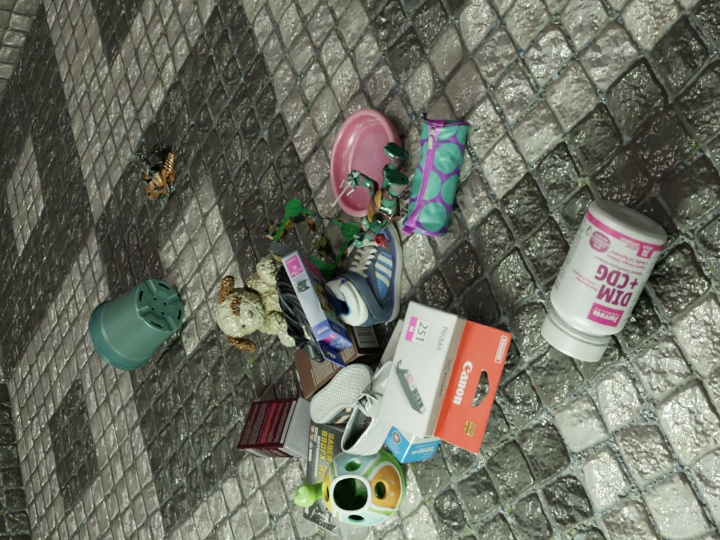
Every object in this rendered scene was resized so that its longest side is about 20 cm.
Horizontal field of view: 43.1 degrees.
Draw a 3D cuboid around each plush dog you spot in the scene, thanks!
[{"bbox_3d":[-0.222,0.072,1.910,0.160,0.170,0.203,15,123,64],"label":"plush dog"}]

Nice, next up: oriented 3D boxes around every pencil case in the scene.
[{"bbox_3d":[0.126,-0.160,1.554,0.084,0.092,0.203,20,106,35],"label":"pencil case"}]

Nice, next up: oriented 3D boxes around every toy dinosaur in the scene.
[{"bbox_3d":[-0.532,-0.265,2.422,0.199,0.102,0.137,-34,85,30],"label":"toy dinosaur"}]

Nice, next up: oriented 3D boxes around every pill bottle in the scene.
[{"bbox_3d":[0.332,0.016,1.264,0.113,0.112,0.203,42,121,44],"label":"pill bottle"}]

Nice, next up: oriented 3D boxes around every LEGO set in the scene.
[{"bbox_3d":[-0.083,-0.041,1.798,0.197,0.116,0.156,15,75,17],"label":"LEGO set"}]

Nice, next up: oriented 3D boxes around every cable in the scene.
[{"bbox_3d":[-0.127,0.080,1.731,0.200,0.050,0.165,51,165,53],"label":"cable"}]

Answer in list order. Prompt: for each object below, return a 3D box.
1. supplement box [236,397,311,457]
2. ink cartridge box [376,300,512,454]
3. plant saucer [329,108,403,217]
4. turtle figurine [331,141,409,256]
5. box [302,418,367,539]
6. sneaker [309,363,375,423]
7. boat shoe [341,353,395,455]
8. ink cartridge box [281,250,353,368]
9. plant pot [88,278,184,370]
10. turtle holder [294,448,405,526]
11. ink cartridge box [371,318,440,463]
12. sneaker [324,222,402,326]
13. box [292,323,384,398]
[{"bbox_3d":[-0.172,0.331,1.907,0.199,0.061,0.110,-14,52,51],"label":"supplement box"},{"bbox_3d":[0.131,0.169,1.446,0.172,0.043,0.203,16,90,33],"label":"ink cartridge box"},{"bbox_3d":[0.017,-0.202,1.728,0.199,0.050,0.204,-3,86,51],"label":"plant saucer"},{"bbox_3d":[0.025,-0.122,1.615,0.201,0.099,0.151,-57,41,44],"label":"turtle figurine"},{"bbox_3d":[-0.044,0.404,1.777,0.157,0.048,0.204,9,96,52],"label":"box"},{"bbox_3d":[-0.014,0.231,1.722,0.200,0.078,0.080,-38,55,46],"label":"sneaker"},{"bbox_3d":[0.022,0.228,1.546,0.072,0.068,0.202,51,124,38],"label":"boat shoe"},{"bbox_3d":[-0.070,0.071,1.629,0.041,0.119,0.202,-27,68,9],"label":"ink cartridge box"},{"bbox_3d":[-0.570,0.129,2.364,0.195,0.198,0.203,-32,63,38],"label":"plant pot"},{"bbox_3d":[-0.016,0.381,1.630,0.183,0.132,0.143,20,94,17],"label":"turtle holder"},{"bbox_3d":[0.096,0.205,1.578,0.146,0.083,0.202,47,123,41],"label":"ink cartridge box"},{"bbox_3d":[0.000,0.000,1.661,0.080,0.145,0.204,-8,83,51],"label":"sneaker"},{"bbox_3d":[-0.045,0.163,1.773,0.200,0.074,0.102,-40,58,41],"label":"box"}]
